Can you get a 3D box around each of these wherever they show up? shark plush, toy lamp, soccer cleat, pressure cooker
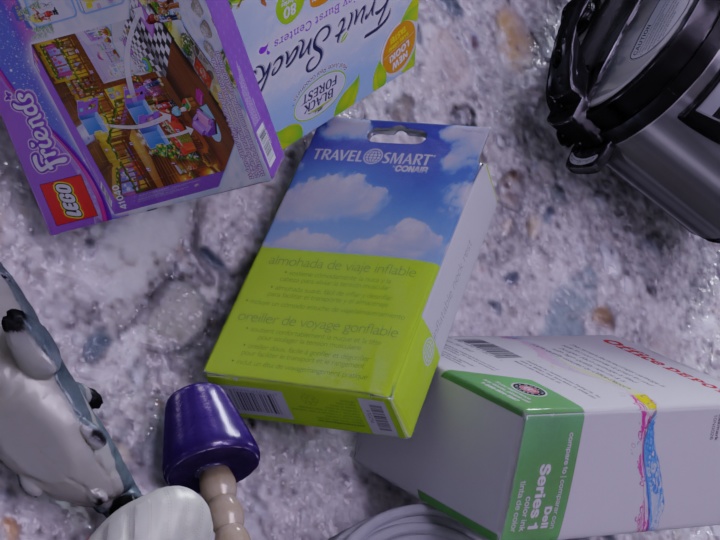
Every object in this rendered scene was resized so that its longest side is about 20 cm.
[{"bbox_3d":[-0.153,0.075,1.177,0.200,0.091,0.083,41,22,-12],"label":"shark plush"},{"bbox_3d":[-0.069,0.154,1.191,0.058,0.058,0.200,7,50,-36],"label":"toy lamp"},{"bbox_3d":[-0.135,0.191,1.109,0.200,0.077,0.069,-47,112,-26],"label":"soccer cleat"},{"bbox_3d":[0.221,-0.133,1.478,0.200,0.179,0.176,36,34,-21],"label":"pressure cooker"}]

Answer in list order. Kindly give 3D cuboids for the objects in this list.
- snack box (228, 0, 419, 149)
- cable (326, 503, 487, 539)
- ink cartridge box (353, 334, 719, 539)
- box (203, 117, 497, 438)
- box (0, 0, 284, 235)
[{"bbox_3d":[-0.045,-0.165,1.292,0.068,0.169,0.200,27,42,30],"label":"snack box"},{"bbox_3d":[0.032,0.238,1.251,0.200,0.069,0.200,49,50,-10],"label":"cable"},{"bbox_3d":[0.121,0.097,1.314,0.200,0.145,0.084,1,105,-37],"label":"ink cartridge box"},{"bbox_3d":[0.000,0.000,1.287,0.048,0.122,0.200,67,37,-47],"label":"box"},{"bbox_3d":[-0.138,-0.128,1.180,0.039,0.136,0.201,-68,142,-63],"label":"box"}]
